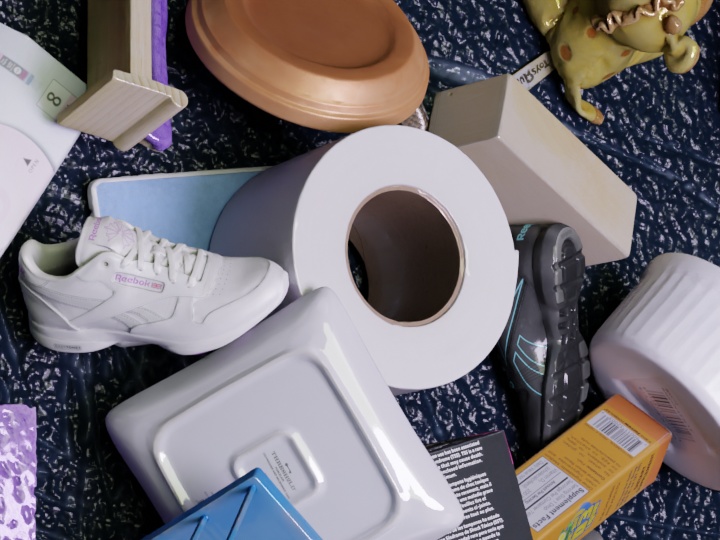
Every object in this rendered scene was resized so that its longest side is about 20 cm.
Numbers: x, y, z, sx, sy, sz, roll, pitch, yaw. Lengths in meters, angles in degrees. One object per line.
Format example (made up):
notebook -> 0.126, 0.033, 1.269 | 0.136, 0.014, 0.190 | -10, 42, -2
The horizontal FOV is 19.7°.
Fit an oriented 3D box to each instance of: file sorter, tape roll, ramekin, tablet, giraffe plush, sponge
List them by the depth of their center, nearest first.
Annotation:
file sorter -> -0.115, 0.262, 1.438 | 0.139, 0.200, 0.123 | 50, 26, -14
sponge -> -0.324, 0.149, 1.450 | 0.200, 0.030, 0.112 | 3, 79, -32
tape roll -> 0.000, 0.000, 1.596 | 0.202, 0.139, 0.203 | 7, 77, -32
tablet -> -0.114, -0.014, 1.618 | 0.200, 0.014, 0.130 | -6, 84, -33
ramekin -> 0.285, 0.091, 1.739 | 0.098, 0.200, 0.201 | -42, 103, -18
giraffe plush -> 0.231, -0.233, 1.781 | 0.173, 0.162, 0.200 | 43, 62, -18

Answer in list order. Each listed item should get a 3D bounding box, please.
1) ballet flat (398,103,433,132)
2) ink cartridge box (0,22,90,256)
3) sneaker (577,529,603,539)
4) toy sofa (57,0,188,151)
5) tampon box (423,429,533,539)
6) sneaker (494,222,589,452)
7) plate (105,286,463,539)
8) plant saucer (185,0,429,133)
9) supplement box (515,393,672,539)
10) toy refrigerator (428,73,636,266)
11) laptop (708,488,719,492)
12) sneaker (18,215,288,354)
ballet flat -> 0.037, -0.090, 1.699 | 0.046, 0.067, 0.200 | -30, 102, -22
ink cartridge box -> -0.309, -0.121, 1.499 | 0.200, 0.057, 0.163 | 41, 63, -24
sneaker -> 0.150, 0.307, 1.696 | 0.082, 0.073, 0.200 | 11, 68, -16
toy sofa -> -0.165, -0.194, 1.549 | 0.097, 0.083, 0.200 | 17, 57, -35
tampon box -> 0.048, 0.237, 1.589 | 0.126, 0.150, 0.200 | -13, 88, -31
sneaker -> 0.145, 0.055, 1.736 | 0.075, 0.079, 0.200 | -21, 113, -57
plate -> -0.058, 0.144, 1.487 | 0.200, 0.032, 0.200 | -30, 92, 10
plant saucer -> -0.037, -0.187, 1.621 | 0.200, 0.037, 0.200 | 15, 41, -13
supplement box -> 0.169, 0.180, 1.697 | 0.069, 0.067, 0.200 | 38, 46, 26
toy refrigerator -> 0.144, -0.080, 1.714 | 0.200, 0.076, 0.070 | 38, 52, -40
laptop -> 0.384, 0.095, 1.906 | 0.200, 0.103, 0.178 | -10, 87, -58
sneaker -> -0.153, 0.008, 1.485 | 0.075, 0.200, 0.100 | -82, 164, -51
